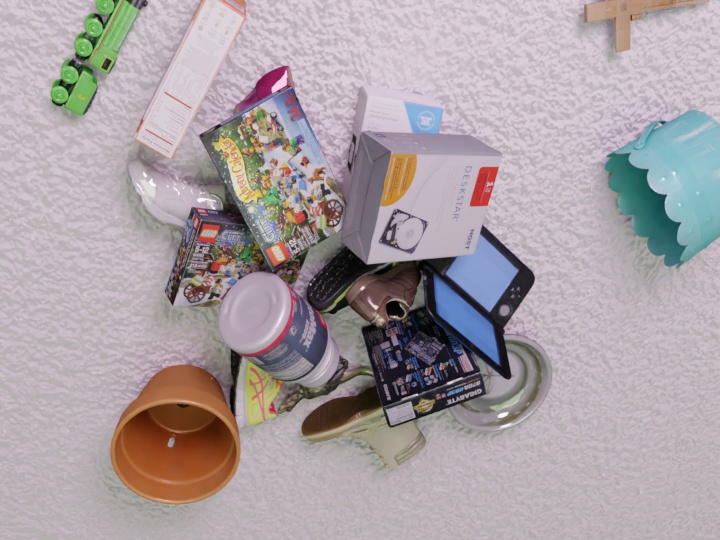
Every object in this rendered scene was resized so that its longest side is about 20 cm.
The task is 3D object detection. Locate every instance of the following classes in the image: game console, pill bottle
[{"bbox_3d":[0.193,0.035,1.092,0.199,0.118,0.172,38,88,-24],"label":"game console"},{"bbox_3d":[-0.112,0.098,1.049,0.118,0.121,0.200,-32,143,8],"label":"pill bottle"}]

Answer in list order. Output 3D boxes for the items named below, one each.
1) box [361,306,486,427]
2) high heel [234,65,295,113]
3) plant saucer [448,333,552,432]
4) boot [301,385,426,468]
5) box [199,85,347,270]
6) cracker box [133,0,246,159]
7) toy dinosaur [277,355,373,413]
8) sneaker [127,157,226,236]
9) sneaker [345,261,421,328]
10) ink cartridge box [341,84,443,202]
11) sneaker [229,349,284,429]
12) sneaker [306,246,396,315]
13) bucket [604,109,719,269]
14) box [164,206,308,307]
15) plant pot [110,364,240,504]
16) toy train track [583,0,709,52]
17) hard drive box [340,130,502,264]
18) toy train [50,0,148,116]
[{"bbox_3d":[0.093,0.139,1.103,0.155,0.201,0.047,-19,122,0],"label":"box"},{"bbox_3d":[-0.082,-0.183,0.990,0.095,0.068,0.202,-32,104,19],"label":"high heel"},{"bbox_3d":[0.238,0.190,1.237,0.194,0.051,0.205,-4,117,-7],"label":"plant saucer"},{"bbox_3d":[0.008,0.290,1.240,0.195,0.073,0.157,-21,124,7],"label":"boot"},{"bbox_3d":[-0.109,-0.122,0.945,0.135,0.038,0.203,-31,113,-8],"label":"box"},{"bbox_3d":[-0.214,-0.258,0.892,0.057,0.135,0.202,27,110,-22],"label":"cracker box"},{"bbox_3d":[-0.054,0.180,1.184,0.195,0.048,0.090,-16,132,-9],"label":"toy dinosaur"},{"bbox_3d":[-0.244,-0.102,1.007,0.099,0.078,0.200,-42,125,5],"label":"sneaker"},{"bbox_3d":[0.049,0.043,1.059,0.076,0.198,0.071,51,120,14],"label":"sneaker"},{"bbox_3d":[0.040,-0.154,1.023,0.112,0.067,0.205,6,115,-13],"label":"ink cartridge box"},{"bbox_3d":[-0.168,0.168,1.153,0.088,0.079,0.205,-2,123,-17],"label":"sneaker"},{"bbox_3d":[0.000,0.000,1.107,0.198,0.073,0.083,-35,149,8],"label":"sneaker"},{"bbox_3d":[0.472,-0.125,1.039,0.133,0.208,0.209,-30,117,5],"label":"bucket"},{"bbox_3d":[-0.174,-0.013,1.027,0.197,0.038,0.139,3,120,-42],"label":"box"},{"bbox_3d":[-0.289,0.249,1.129,0.194,0.141,0.205,-3,117,-7],"label":"plant pot"},{"bbox_3d":[0.402,-0.379,0.995,0.194,0.033,0.118,-12,111,-10],"label":"toy train track"},{"bbox_3d":[0.083,-0.102,0.965,0.196,0.077,0.160,-7,121,-34],"label":"hard drive box"},{"bbox_3d":[-0.339,-0.293,0.909,0.056,0.042,0.202,26,110,-31],"label":"toy train"}]
